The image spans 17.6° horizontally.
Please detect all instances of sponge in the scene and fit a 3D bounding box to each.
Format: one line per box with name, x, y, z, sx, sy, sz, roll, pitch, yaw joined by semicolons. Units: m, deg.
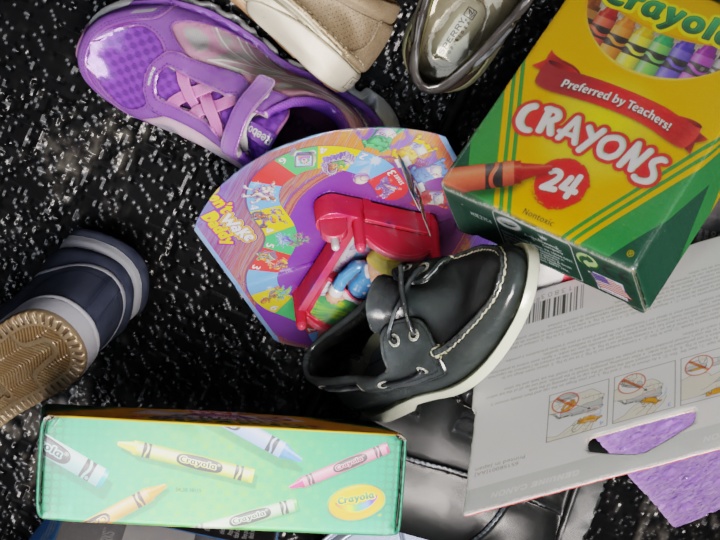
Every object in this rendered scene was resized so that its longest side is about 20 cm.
sponge;0.204;0.091;1.355;0.111;0.030;0.200;-25;151;11

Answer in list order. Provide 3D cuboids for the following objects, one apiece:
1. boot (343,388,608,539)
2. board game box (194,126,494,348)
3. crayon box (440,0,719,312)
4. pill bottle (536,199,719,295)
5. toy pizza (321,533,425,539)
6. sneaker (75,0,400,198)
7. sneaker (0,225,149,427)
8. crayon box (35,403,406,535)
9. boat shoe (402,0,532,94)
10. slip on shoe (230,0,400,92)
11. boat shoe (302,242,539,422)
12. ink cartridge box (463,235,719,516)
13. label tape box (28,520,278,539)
boot;0.051;0.157;1.404;0.162;0.073;0.199;19;87;-1
board game box;0.000;0.000;1.343;0.157;0.039;0.200;-18;139;13
crayon box;0.151;-0.090;1.277;0.127;0.051;0.200;24;70;28
pill bottle;0.199;-0.011;1.347;0.199;0.111;0.111;11;108;-2
toy pizza;0.041;0.240;1.473;0.199;0.032;0.201;0;101;-2
sneaker;-0.071;-0.095;1.343;0.199;0.089;0.081;23;109;-4
sneaker;-0.208;0.039;1.410;0.200;0.109;0.070;-22;112;41
crayon box;-0.082;0.111;1.308;0.199;0.119;0.059;4;89;-8
boat shoe;0.085;-0.186;1.318;0.073;0.065;0.201;23;107;-4
slip on shoe;-0.066;-0.186;1.316;0.200;0.076;0.061;40;100;-4
boat shoe;0.027;0.029;1.287;0.066;0.199;0.075;21;66;-20
ink cartridge box;0.156;0.059;1.225;0.199;0.174;0.044;-17;125;20
label tape box;-0.155;0.187;1.409;0.199;0.144;0.064;12;109;-2
